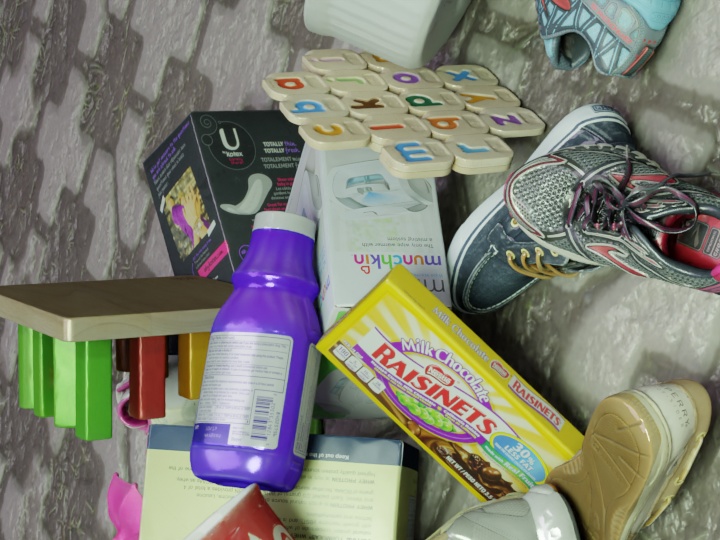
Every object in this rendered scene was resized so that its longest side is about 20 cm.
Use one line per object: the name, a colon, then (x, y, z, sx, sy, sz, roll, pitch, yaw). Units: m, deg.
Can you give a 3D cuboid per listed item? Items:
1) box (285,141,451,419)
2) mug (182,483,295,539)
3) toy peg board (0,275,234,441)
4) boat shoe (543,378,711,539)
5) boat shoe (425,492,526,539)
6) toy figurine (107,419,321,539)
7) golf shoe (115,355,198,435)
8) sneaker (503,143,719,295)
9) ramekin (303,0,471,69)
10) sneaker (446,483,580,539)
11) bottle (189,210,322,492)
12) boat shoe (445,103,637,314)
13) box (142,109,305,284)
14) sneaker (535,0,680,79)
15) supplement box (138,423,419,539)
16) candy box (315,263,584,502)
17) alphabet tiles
box: (0.000, 0.000, 1.214, 0.200, 0.096, 0.177, 113, 156, -59)
mug: (-0.067, 0.272, 1.016, 0.200, 0.177, 0.133, 49, 125, -1)
toy peg board: (-0.178, 0.066, 1.217, 0.200, 0.198, 0.098, 12, 103, 57)
boat shoe: (0.173, 0.133, 0.974, 0.074, 0.069, 0.200, 60, 156, 23)
boat shoe: (0.052, 0.215, 1.016, 0.073, 0.200, 0.063, 50, 136, 9)
toy figurine: (-0.134, 0.195, 1.352, 0.150, 0.183, 0.201, -14, 69, 57)
golf shoe: (-0.187, 0.098, 1.353, 0.200, 0.091, 0.076, 12, 120, 61)
sneaker: (0.175, -0.036, 0.954, 0.199, 0.075, 0.081, 16, 96, 37)
ramekin: (0.045, -0.255, 1.182, 0.201, 0.097, 0.201, -60, -7, -12)
sneaker: (0.105, 0.244, 0.973, 0.076, 0.091, 0.201, 106, 152, -75)
bottle: (-0.070, 0.058, 1.110, 0.083, 0.065, 0.201, 1, 74, 24)
boat shoe: (0.130, -0.019, 1.083, 0.201, 0.071, 0.091, -54, 36, 33)
box: (-0.103, -0.035, 1.387, 0.106, 0.122, 0.201, -36, 66, 49)
sneaker: (0.145, -0.197, 1.103, 0.200, 0.079, 0.096, 45, 122, 54)
supplement box: (-0.062, 0.229, 1.178, 0.134, 0.199, 0.201, 50, -137, -77)
candy box: (0.069, 0.092, 1.069, 0.102, 0.200, 0.026, -45, 4, 42)
alphabet tiles: (0.032, -0.124, 1.162, 0.200, 0.195, 0.015, -127, 38, -49)
